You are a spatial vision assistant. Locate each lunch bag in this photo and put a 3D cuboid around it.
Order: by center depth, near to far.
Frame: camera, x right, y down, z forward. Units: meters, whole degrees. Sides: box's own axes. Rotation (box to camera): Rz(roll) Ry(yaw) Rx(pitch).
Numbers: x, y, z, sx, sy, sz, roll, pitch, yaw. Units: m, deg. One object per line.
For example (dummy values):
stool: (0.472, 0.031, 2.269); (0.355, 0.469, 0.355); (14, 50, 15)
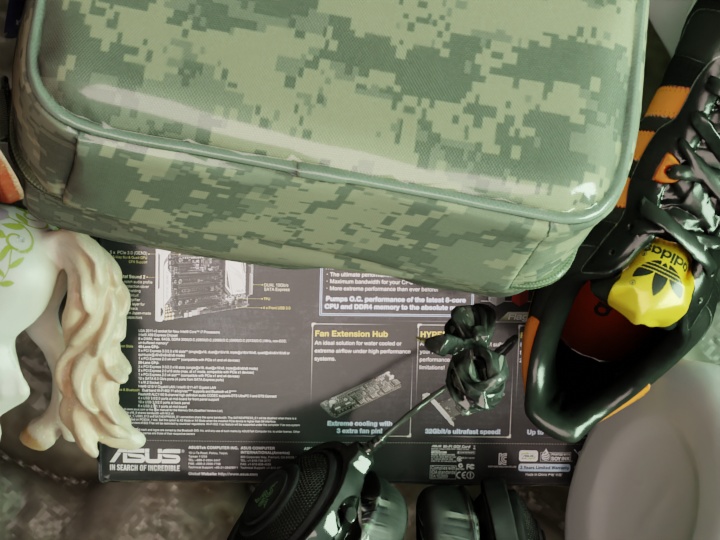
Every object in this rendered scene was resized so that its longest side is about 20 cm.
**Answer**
lunch bag: (-0.019, -0.062, 0.810); (0.200, 0.168, 0.140); (10, 69, -7)

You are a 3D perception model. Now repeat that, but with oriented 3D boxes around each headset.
headset: (0.014, 0.106, 0.886); (0.123, 0.094, 0.200); (13, 110, -10)

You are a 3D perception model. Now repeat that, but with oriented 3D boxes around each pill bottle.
pill bottle: (0.185, 0.103, 0.913); (0.200, 0.112, 0.113); (12, 103, -26)

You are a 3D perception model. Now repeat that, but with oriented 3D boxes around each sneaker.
sneaker: (0.113, -0.022, 0.820); (0.070, 0.090, 0.200); (28, 127, -3)

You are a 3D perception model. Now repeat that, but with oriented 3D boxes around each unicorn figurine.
unicorn figurine: (-0.174, 0.002, 0.896); (0.200, 0.074, 0.138); (3, 119, 2)

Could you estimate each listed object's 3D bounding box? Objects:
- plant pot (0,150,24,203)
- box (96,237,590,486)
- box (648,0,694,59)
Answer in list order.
plant pot: (-0.239, -0.051, 0.752); (0.195, 0.201, 0.201); (-35, 102, -7)
box: (0.000, 0.000, 0.931); (0.200, 0.050, 0.158); (0, 102, -3)
box: (0.174, -0.109, 0.871); (0.124, 0.097, 0.200); (-25, 104, 27)
